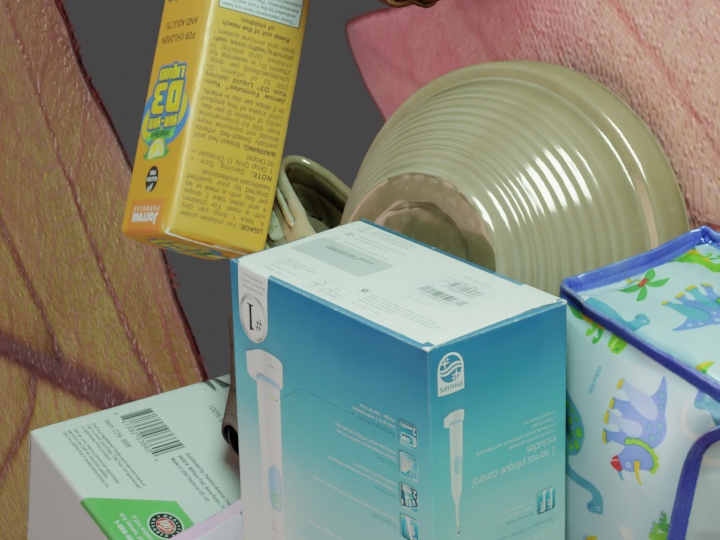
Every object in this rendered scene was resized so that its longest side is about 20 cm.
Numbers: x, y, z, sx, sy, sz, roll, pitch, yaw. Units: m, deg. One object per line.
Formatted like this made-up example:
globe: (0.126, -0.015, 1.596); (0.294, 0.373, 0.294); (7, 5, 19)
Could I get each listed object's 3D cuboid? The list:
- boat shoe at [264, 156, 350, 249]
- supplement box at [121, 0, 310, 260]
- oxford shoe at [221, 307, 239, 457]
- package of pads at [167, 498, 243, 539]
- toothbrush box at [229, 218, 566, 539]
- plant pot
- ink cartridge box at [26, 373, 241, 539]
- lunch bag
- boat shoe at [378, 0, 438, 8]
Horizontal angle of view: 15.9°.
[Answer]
boat shoe: (0.000, 0.000, 1.421); (0.200, 0.071, 0.065); (38, 125, 46)
supplement box: (-0.078, -0.109, 1.463); (0.066, 0.068, 0.201); (-2, 78, 61)
oxford shoe: (-0.055, 0.065, 1.444); (0.073, 0.071, 0.200); (-50, 17, 6)
package of pads: (-0.032, 0.165, 1.355); (0.076, 0.199, 0.121); (50, 160, 30)
toothbrush box: (0.017, 0.096, 1.179); (0.146, 0.085, 0.201); (22, 120, 48)
plant pot: (0.054, -0.002, 1.259); (0.200, 0.092, 0.202); (3, 94, 39)
ink cartridge box: (-0.070, 0.136, 1.475); (0.146, 0.199, 0.084); (45, 139, 43)
lunch bag: (0.172, 0.107, 1.142); (0.200, 0.127, 0.171); (35, 132, 35)
boat shoe: (0.026, -0.170, 1.331); (0.200, 0.070, 0.071); (-141, 54, -58)
